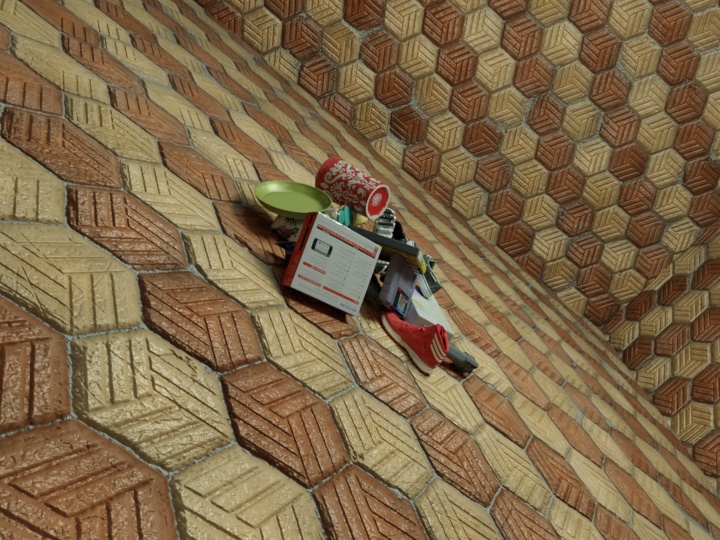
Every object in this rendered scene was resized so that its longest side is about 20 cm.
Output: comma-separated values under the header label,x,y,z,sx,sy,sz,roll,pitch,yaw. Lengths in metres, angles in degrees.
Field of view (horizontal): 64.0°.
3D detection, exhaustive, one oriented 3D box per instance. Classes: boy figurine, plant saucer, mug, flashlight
label,x,y,z,sx,sy,sz,roll,pitch,yaw
boy figurine,-0.036,-0.168,1.822,0.123,0.065,0.200,-3,9,-2
plant saucer,-0.172,-0.177,1.459,0.198,0.031,0.200,11,28,-6
mug,-0.006,-0.251,1.703,0.199,0.177,0.134,31,-32,33
flashlight,0.228,0.218,1.554,0.199,0.068,0.068,34,21,-32

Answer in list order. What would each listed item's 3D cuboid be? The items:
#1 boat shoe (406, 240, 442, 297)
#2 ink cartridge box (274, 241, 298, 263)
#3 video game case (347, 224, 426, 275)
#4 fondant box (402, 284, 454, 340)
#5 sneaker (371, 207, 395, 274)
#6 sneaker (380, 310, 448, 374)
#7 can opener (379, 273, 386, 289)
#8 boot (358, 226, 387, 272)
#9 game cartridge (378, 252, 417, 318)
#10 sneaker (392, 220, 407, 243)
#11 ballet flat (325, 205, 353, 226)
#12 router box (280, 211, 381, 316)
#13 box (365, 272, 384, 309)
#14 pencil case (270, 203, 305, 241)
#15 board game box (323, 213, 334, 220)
label,x,y,z,sx,sy,sz,roll,pitch,yaw
boat shoe,0.197,-0.012,1.745,0.072,0.070,0.201,45,22,-57
ink cartridge box,-0.108,-0.015,1.384,0.199,0.037,0.094,30,-19,-34
video game case,0.072,-0.053,1.522,0.199,0.026,0.181,21,-10,16
fondant box,0.176,0.117,1.677,0.144,0.058,0.200,29,21,-30
sneaker,0.060,-0.086,1.740,0.074,0.202,0.081,13,-3,-10
sneaker,0.148,0.151,1.457,0.200,0.116,0.078,48,20,19
can opener,0.083,0.044,1.584,0.078,0.064,0.200,5,2,10
boot,0.057,-0.069,1.834,0.200,0.075,0.097,49,23,27
game cartridge,0.104,0.047,1.522,0.038,0.131,0.200,9,-14,21
sneaker,0.119,-0.061,1.821,0.088,0.075,0.202,127,-51,-73
ballet flat,-0.069,-0.151,1.600,0.067,0.069,0.200,4,1,10
router box,-0.064,-0.012,1.327,0.199,0.181,0.049,28,-12,-34
box,0.000,0.000,1.575,0.137,0.040,0.201,47,11,-39
pencil case,-0.134,-0.083,1.493,0.199,0.078,0.090,37,20,-10
board game box,-0.094,-0.105,1.534,0.105,0.024,0.200,38,-14,-21
